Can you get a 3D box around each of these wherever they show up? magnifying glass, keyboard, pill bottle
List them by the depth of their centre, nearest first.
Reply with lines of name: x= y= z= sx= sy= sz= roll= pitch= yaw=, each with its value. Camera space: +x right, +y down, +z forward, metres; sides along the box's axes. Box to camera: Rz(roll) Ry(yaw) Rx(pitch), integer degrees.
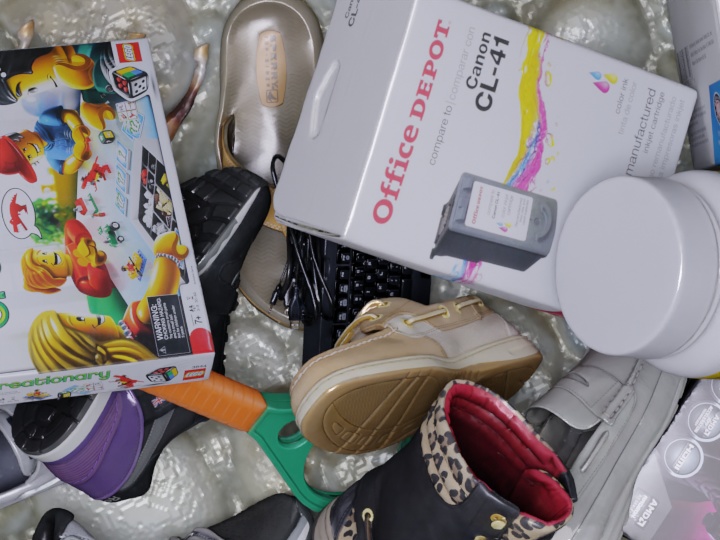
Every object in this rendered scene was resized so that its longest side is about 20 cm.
pill bottle: x=0.210 y=0.005 z=1.340 sx=0.200 sy=0.114 sz=0.114 roll=5 pitch=89 yaw=-39
magnifying glass: x=-0.045 y=0.085 z=1.370 sx=0.200 sy=0.022 sz=0.080 roll=25 pitch=111 yaw=-39
keyboard: x=0.000 y=0.000 z=1.390 sx=0.104 sy=0.040 sz=0.200 roll=-1 pitch=99 yaw=-25

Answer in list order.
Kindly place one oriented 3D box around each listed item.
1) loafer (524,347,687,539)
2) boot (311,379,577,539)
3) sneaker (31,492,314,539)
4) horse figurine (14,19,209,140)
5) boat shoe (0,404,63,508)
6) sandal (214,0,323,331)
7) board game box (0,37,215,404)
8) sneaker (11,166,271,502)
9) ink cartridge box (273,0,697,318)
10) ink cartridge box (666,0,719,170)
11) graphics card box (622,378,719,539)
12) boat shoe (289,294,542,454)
loafer: x=0.130 y=0.086 z=1.387 sx=0.070 sy=0.070 sz=0.200 roll=31 pitch=69 yaw=-25
boot: x=0.064 y=0.169 z=1.313 sx=0.073 sy=0.151 sz=0.200 roll=-11 pitch=58 yaw=-40
sneaker: x=-0.119 y=0.162 z=1.361 sx=0.200 sy=0.075 sz=0.116 roll=-43 pitch=104 yaw=-31
horse figurine: x=-0.170 y=-0.075 z=1.412 sx=0.200 sy=0.050 sz=0.133 roll=8 pitch=93 yaw=-2
boat shoe: x=-0.187 y=0.097 z=1.403 sx=0.200 sy=0.065 sz=0.074 roll=-33 pitch=89 yaw=-1
sandal: x=-0.046 y=-0.064 z=1.413 sx=0.080 sy=0.054 sz=0.200 roll=-5 pitch=89 yaw=-1
board game box: x=-0.158 y=-0.029 z=1.309 sx=0.126 sy=0.035 sz=0.200 roll=-7 pitch=63 yaw=-15
sneaker: x=-0.106 y=0.037 z=1.374 sx=0.088 sy=0.076 sz=0.200 roll=42 pitch=81 yaw=-37
ink cartridge box: x=0.071 y=-0.063 z=1.359 sx=0.200 sy=0.086 sz=0.148 roll=17 pitch=90 yaw=-32
ink cartridge box: x=0.251 y=-0.167 z=1.373 sx=0.145 sy=0.147 sz=0.200 roll=-9 pitch=90 yaw=-2
graphics card box: x=0.252 y=0.146 z=1.416 sx=0.200 sy=0.051 sz=0.126 roll=34 pitch=90 yaw=1
boat shoe: x=0.019 y=0.050 z=1.358 sx=0.069 sy=0.200 sz=0.074 roll=51 pitch=118 yaw=22
